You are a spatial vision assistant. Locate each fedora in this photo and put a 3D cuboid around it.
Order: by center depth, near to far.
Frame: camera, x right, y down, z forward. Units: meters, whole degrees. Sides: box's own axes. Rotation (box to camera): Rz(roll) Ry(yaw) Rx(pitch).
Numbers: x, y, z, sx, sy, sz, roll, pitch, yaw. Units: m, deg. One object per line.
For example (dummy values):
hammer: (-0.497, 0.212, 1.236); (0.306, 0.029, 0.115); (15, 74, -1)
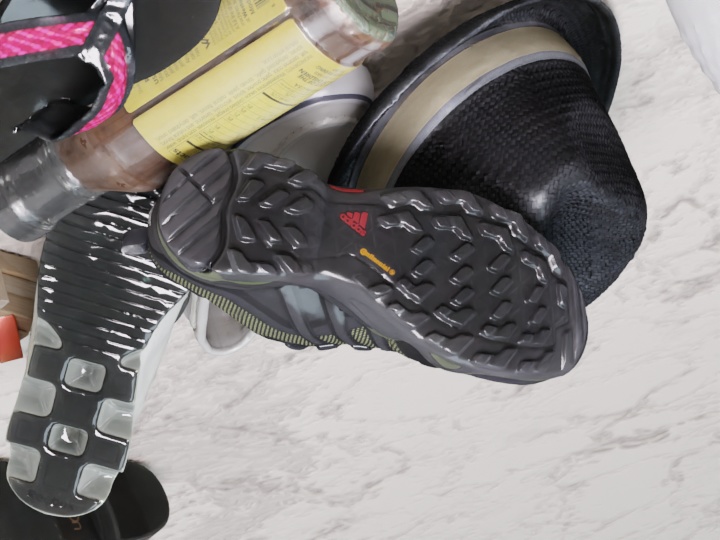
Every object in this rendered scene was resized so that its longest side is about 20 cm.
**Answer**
fedora: (0.073, -0.031, 1.229); (0.201, 0.092, 0.201); (-34, 154, -19)

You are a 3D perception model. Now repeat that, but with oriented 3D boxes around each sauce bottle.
sauce bottle: (-0.078, -0.075, 1.129); (0.200, 0.065, 0.065); (-28, 155, 27)

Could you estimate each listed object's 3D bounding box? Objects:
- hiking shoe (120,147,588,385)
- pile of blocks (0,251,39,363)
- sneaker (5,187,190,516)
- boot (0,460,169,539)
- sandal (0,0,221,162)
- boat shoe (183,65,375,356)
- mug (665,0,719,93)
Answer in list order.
hiking shoe: (0.000, 0.000, 1.161); (0.200, 0.076, 0.101); (20, 166, -15)
pile of blocks: (-0.200, 0.007, 1.222); (0.082, 0.062, 0.200); (-20, 156, 3)
sneaker: (-0.116, 0.009, 1.259); (0.074, 0.089, 0.200); (22, 112, -5)
boot: (-0.221, 0.177, 1.573); (0.200, 0.069, 0.174); (3, 149, -43)
sandal: (-0.128, -0.078, 1.079); (0.075, 0.045, 0.200); (37, 129, -28)
boat shoe: (-0.042, -0.025, 1.260); (0.072, 0.066, 0.200); (-3, 153, -31)
mug: (0.218, -0.108, 1.148); (0.148, 0.175, 0.200); (-50, -175, 8)
